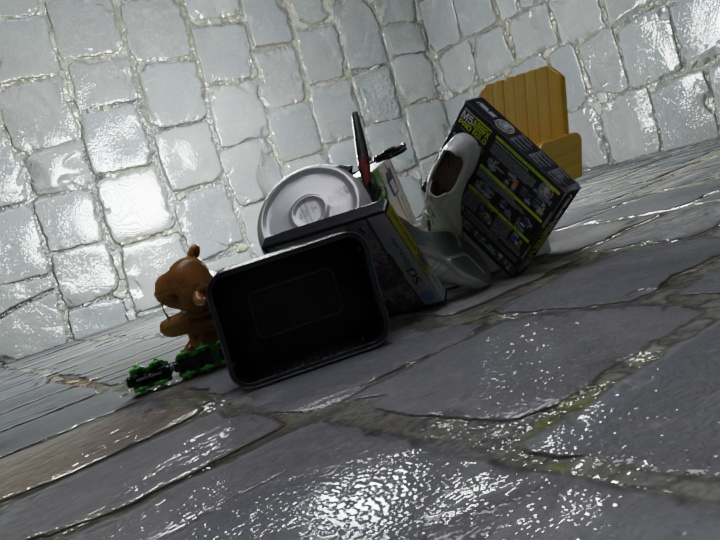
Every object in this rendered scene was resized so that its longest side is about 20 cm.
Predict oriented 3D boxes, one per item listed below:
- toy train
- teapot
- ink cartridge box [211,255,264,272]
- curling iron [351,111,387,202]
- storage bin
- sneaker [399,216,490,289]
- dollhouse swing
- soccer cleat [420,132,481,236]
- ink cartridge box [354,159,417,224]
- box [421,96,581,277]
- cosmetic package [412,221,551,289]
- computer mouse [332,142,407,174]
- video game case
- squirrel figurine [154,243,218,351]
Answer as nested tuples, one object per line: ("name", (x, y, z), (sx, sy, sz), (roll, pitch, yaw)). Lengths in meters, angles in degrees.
("toy train", (-0.242, 0.133, 1.116), (0.195, 0.043, 0.056), (-18, -6, -9))
("teapot", (-0.058, -0.052, 1.175), (0.192, 0.204, 0.147), (9, -26, 23))
("ink cartridge box", (-0.157, 0.039, 1.333), (0.195, 0.129, 0.129), (-15, 5, 9))
("curling iron", (0.012, -0.184, 1.289), (0.025, 0.205, 0.050), (7, -34, -29))
("storage bin", (-0.075, 0.043, 0.922), (0.195, 0.139, 0.094), (-18, 5, -8))
("sneaker", (0.089, -0.014, 1.074), (0.071, 0.196, 0.081), (-85, 20, -48))
("dollhouse swing", (0.219, -0.206, 1.195), (0.197, 0.181, 0.179), (-6, 11, 46))
("soccer cleat", (0.115, -0.097, 1.084), (0.068, 0.204, 0.077), (29, 35, 24))
("ink cartridge box", (0.032, -0.115, 1.412), (0.086, 0.148, 0.200), (-21, 9, 14))
("box", (0.192, -0.118, 1.091), (0.044, 0.200, 0.162), (-20, -32, -43))
("cosmetic package", (0.191, -0.051, 1.223), (0.195, 0.110, 0.085), (-19, 6, -14))
("computer mouse", (-0.009, -0.185, 1.344), (0.196, 0.035, 0.059), (-22, 9, 18))
("video game case", (-0.007, 0.000, 1.040), (0.196, 0.182, 0.026), (-14, 41, 29))
("squirrel figurine", (-0.218, 0.036, 1.168), (0.194, 0.145, 0.188), (-7, -28, -1))
